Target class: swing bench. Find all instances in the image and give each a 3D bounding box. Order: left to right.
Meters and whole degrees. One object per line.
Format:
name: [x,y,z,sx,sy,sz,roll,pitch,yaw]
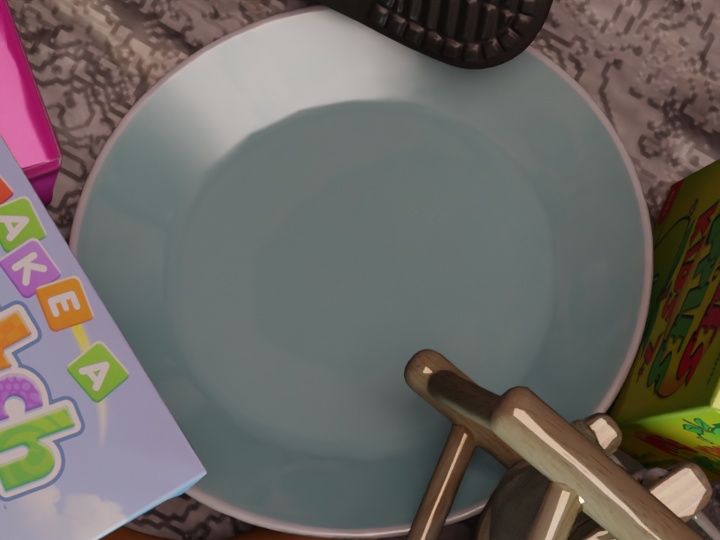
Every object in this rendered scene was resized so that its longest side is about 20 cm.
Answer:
swing bench: [0.094,0.122,0.769,0.200,0.199,0.130,23,90,-6]

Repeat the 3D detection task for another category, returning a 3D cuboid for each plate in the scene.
plate: [0.000,0.000,0.912,0.200,0.026,0.200,-2,65,4]

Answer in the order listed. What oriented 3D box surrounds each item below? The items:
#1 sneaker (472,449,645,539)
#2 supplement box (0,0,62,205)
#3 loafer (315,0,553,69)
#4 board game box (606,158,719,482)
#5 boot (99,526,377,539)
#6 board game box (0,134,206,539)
sneaker: [0.101,0.159,0.920,0.095,0.079,0.200,-34,94,17]
supplement box: [-0.179,-0.104,0.883,0.101,0.103,0.200,-19,86,-10]
loafer: [-0.019,-0.136,0.932,0.200,0.071,0.073,33,116,7]
board game box: [0.126,0.013,0.863,0.048,0.200,0.102,25,82,-4]
boot: [-0.104,0.093,0.891,0.200,0.074,0.155,-37,86,-12]
board game box: [-0.168,0.047,0.777,0.200,0.037,0.151,-30,86,-24]
